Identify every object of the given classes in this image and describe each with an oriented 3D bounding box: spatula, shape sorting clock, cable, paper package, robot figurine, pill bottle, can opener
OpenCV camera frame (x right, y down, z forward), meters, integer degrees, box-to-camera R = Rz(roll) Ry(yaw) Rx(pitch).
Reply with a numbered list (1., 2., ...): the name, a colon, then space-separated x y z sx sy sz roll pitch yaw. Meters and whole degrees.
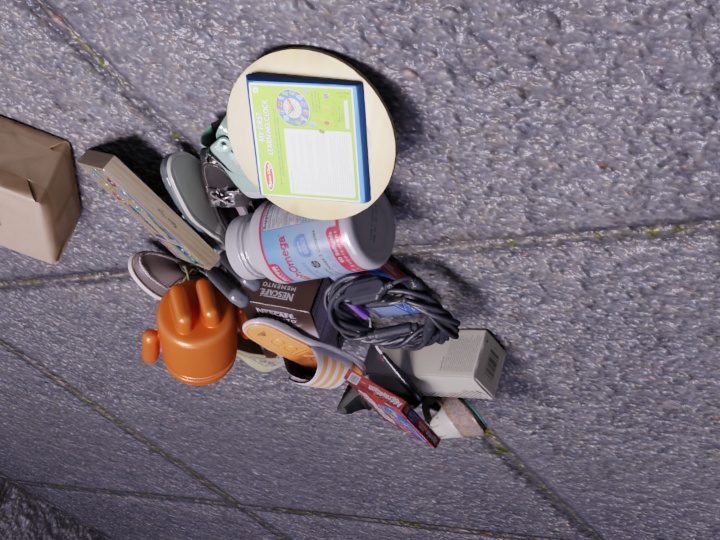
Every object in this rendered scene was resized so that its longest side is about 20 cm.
1. spatula: 0.026 0.104 1.650 0.201 0.020 0.057 56 169 6
2. shape sorting clock: -0.054 -0.147 1.258 0.198 0.039 0.201 9 123 13
3. cable: 0.040 0.058 1.558 0.163 0.051 0.199 32 149 -31
4. paper package: -0.500 -0.120 1.614 0.189 0.104 0.200 20 154 1
5. robot figurine: -0.234 0.092 1.680 0.116 0.144 0.200 31 150 15
6. pill bottle: -0.065 -0.043 1.417 0.199 0.109 0.109 -10 141 33
7. can opener: -0.171 0.008 1.581 0.067 0.053 0.200 37 179 -28

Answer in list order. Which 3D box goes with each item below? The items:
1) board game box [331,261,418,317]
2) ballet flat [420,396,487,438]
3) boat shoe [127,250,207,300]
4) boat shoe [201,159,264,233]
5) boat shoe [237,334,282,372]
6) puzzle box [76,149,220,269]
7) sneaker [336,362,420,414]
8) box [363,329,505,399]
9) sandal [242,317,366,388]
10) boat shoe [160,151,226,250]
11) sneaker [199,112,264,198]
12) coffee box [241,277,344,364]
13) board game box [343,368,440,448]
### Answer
1. board game box: 0.000 0.000 1.558 0.103 0.020 0.200 -9 141 47
2. ballet flat: 0.131 0.214 1.719 0.068 0.067 0.200 54 178 -16
3. boat shoe: -0.257 0.023 1.743 0.200 0.072 0.059 34 144 -32
4. boat shoe: -0.157 -0.077 1.501 0.066 0.057 0.200 7 150 25
5. boat shoe: -0.195 0.102 1.851 0.199 0.074 0.062 27 149 -35
6. puzzle box: -0.283 -0.082 1.538 0.200 0.025 0.133 46 167 -26
7. sneaker: 0.033 0.203 1.862 0.114 0.077 0.200 31 147 -7
8. box: 0.105 0.135 1.683 0.199 0.083 0.068 -1 148 38
9. sandal: -0.086 0.133 1.653 0.206 0.060 0.079 27 145 -28
10. boat shoe: -0.222 -0.087 1.512 0.061 0.073 0.200 4 154 22
11. sneaker: -0.101 -0.138 1.328 0.199 0.074 0.118 -4 147 41
12. coffee box: -0.097 0.067 1.695 0.112 0.080 0.200 10 152 16
13. board game box: 0.049 0.206 1.702 0.103 0.020 0.200 29 168 28
